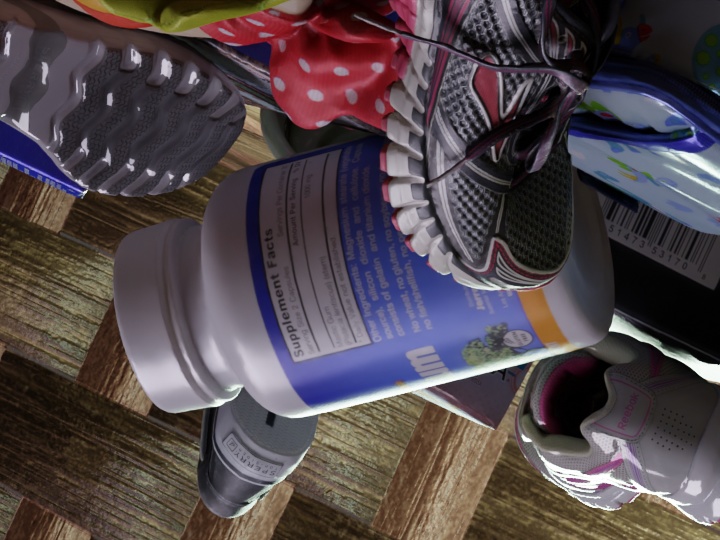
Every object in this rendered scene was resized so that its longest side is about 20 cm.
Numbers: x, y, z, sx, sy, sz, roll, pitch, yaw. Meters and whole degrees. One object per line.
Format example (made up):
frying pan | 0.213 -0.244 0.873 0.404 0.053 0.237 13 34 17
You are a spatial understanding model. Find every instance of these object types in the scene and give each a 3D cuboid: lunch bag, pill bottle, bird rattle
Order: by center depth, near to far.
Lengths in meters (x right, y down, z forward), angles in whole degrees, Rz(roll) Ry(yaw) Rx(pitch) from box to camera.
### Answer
bird rattle | -0.059 -0.125 1.055 0.162 0.114 0.200 9 172 16
lunch bag | 0.123 -0.071 1.061 0.160 0.083 0.200 30 175 -29
pill bottle | 0.000 0.000 1.209 0.199 0.113 0.112 -15 163 17

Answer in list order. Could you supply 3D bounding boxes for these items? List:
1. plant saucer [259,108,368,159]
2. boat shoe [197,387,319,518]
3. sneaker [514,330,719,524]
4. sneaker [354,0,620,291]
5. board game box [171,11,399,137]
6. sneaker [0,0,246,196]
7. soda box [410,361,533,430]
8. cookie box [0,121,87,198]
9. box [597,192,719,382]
plant saucer | 0.035 -0.050 1.579 0.199 0.050 0.201 13 -149 -8
boat shoe | -0.049 0.048 1.478 0.072 0.071 0.200 36 -143 -8
sneaker | 0.115 0.064 1.351 0.088 0.082 0.200 28 169 -18
sneaker | 0.051 -0.069 0.946 0.074 0.081 0.201 19 139 27
board game box | -0.068 -0.142 1.230 0.159 0.097 0.200 26 177 -23
sneaker | -0.128 -0.095 1.141 0.199 0.075 0.082 24 -152 -41
soda box | 0.029 0.023 1.366 0.063 0.069 0.200 29 178 -15
cookie box | -0.187 -0.154 1.356 0.199 0.172 0.075 26 175 -6
box | 0.120 -0.036 1.371 0.196 0.118 0.200 27 176 -13
